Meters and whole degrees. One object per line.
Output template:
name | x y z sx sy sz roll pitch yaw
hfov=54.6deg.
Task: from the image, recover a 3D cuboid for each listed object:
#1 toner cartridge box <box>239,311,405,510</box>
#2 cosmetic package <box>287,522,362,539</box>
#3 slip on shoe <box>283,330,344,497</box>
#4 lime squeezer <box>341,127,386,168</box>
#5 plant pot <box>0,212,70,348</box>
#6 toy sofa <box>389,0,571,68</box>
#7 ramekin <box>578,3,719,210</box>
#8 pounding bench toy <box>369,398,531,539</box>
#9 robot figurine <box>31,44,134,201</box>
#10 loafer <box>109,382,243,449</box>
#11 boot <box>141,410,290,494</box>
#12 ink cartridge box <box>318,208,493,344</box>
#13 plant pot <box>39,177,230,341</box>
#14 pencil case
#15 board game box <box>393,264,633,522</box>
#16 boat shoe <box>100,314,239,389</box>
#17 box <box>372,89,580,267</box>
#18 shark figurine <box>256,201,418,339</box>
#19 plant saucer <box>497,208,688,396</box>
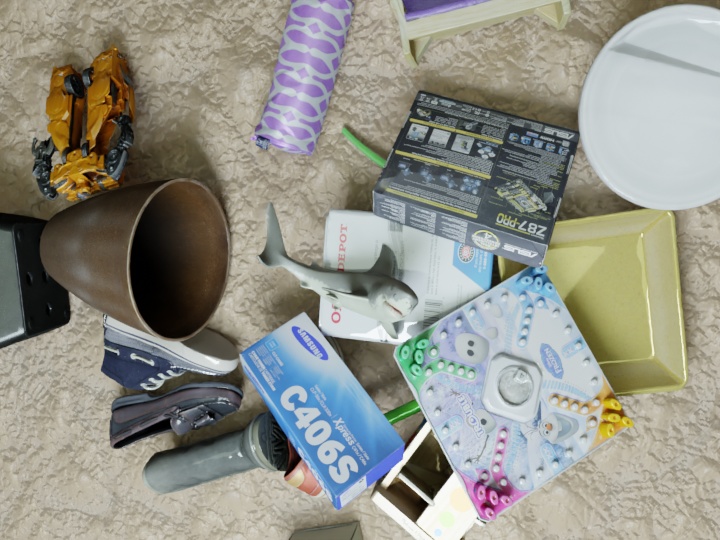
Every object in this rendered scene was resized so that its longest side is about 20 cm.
toner cartridge box | -0.045 0.150 0.777 0.094 0.044 0.201 -30 60 -21
cosmetic package | -0.033 0.439 0.881 0.100 0.087 0.207 -10 93 13
slip on shoe | -0.057 0.162 0.831 0.060 0.074 0.205 19 55 -24
lime squeezer | 0.065 -0.130 0.841 0.194 0.038 0.073 7 96 12
plant pot | -0.489 0.014 0.898 0.171 0.200 0.207 -6 93 0
toy sofa | 0.133 -0.307 0.790 0.194 0.083 0.101 -10 94 12
ramekin | 0.332 -0.170 0.754 0.196 0.094 0.210 1 95 12
pounding bench toy | 0.083 0.201 0.819 0.198 0.124 0.158 37 100 7
robot figurine | -0.338 -0.177 0.872 0.141 0.058 0.206 -13 67 13
loafer | -0.240 0.193 0.906 0.194 0.072 0.065 -11 54 19
boot | -0.177 0.226 0.856 0.194 0.182 0.075 -8 69 9
ink cartridge box | 0.057 0.009 0.829 0.193 0.084 0.150 6 96 11
plant pot | -0.293 -0.021 0.867 0.194 0.186 0.194 5 96 26
pencil case | -0.070 -0.240 0.842 0.084 0.083 0.205 23 98 32
board game box | 0.164 0.124 0.741 0.196 0.026 0.204 -28 83 -10
boat shoe | -0.252 0.118 0.916 0.195 0.074 0.095 19 106 16
box | 0.129 -0.108 0.775 0.195 0.050 0.164 17 59 13
shark figurine | -0.011 0.000 0.775 0.210 0.129 0.091 21 73 27
plant saucer | 0.261 0.040 0.803 0.193 0.048 0.207 -7 95 9
